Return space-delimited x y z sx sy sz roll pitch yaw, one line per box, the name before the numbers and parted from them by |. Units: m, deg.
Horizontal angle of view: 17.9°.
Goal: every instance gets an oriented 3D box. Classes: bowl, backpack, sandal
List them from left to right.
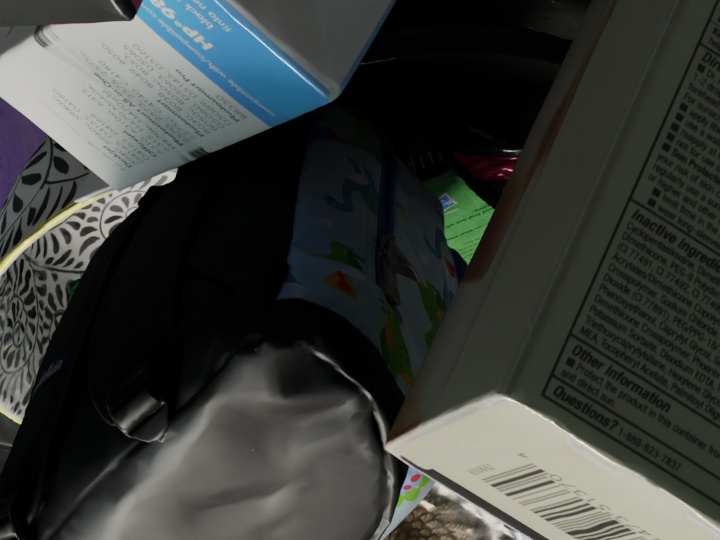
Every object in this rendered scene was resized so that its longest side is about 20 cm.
bowl | -0.066 -0.021 0.911 0.199 0.095 0.201 -13 146 -9
backpack | -0.034 0.030 0.730 0.153 0.201 0.163 30 120 -27
sandal | 0.071 -0.038 0.735 0.199 0.046 0.075 12 167 -27

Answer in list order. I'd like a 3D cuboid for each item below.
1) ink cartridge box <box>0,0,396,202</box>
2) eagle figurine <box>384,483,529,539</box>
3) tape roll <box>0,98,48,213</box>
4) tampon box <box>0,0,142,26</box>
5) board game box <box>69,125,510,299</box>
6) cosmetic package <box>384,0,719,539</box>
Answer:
ink cartridge box | -0.052 -0.098 0.730 0.067 0.116 0.200 38 156 -19
eagle figurine | 0.003 0.132 1.234 0.199 0.152 0.152 5 -143 -32
tape roll | -0.233 -0.036 0.966 0.200 0.201 0.085 38 155 -29
tampon box | -0.137 -0.157 0.600 0.198 0.151 0.127 2 144 31
board game box | 0.000 0.000 0.865 0.199 0.024 0.105 -21 144 7
cosmetic package | 0.099 -0.019 0.628 0.103 0.201 0.087 32 159 -11
